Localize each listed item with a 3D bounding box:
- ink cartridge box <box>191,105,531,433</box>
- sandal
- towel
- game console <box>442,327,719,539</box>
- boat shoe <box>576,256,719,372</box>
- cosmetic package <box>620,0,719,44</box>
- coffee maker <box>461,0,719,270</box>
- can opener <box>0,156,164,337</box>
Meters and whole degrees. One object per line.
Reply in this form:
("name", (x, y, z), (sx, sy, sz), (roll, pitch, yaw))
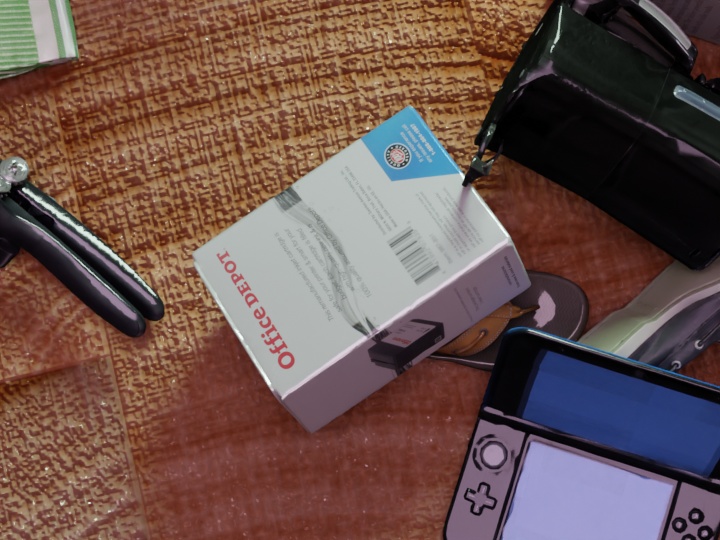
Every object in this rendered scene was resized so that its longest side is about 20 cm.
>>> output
("ink cartridge box", (0.000, 0.000, 1.348), (0.200, 0.084, 0.145), (-34, 60, -1))
("sandal", (0.072, 0.028, 1.388), (0.199, 0.055, 0.082), (11, 83, 5))
("towel", (-0.331, -0.213, 1.453), (0.199, 0.023, 0.153), (-12, 83, 3))
("game console", (0.175, 0.152, 1.338), (0.199, 0.118, 0.171), (17, 84, 5))
("boat shoe", (0.249, 0.038, 1.376), (0.199, 0.074, 0.066), (-37, 112, -10))
("cosmetic package", (0.261, -0.274, 1.358), (0.199, 0.166, 0.168), (18, 84, 4))
("coffee maker", (0.194, -0.089, 1.339), (0.200, 0.135, 0.192), (31, 76, -3))
("can opener", (-0.234, -0.021, 1.415), (0.200, 0.079, 0.063), (33, 47, 3))
